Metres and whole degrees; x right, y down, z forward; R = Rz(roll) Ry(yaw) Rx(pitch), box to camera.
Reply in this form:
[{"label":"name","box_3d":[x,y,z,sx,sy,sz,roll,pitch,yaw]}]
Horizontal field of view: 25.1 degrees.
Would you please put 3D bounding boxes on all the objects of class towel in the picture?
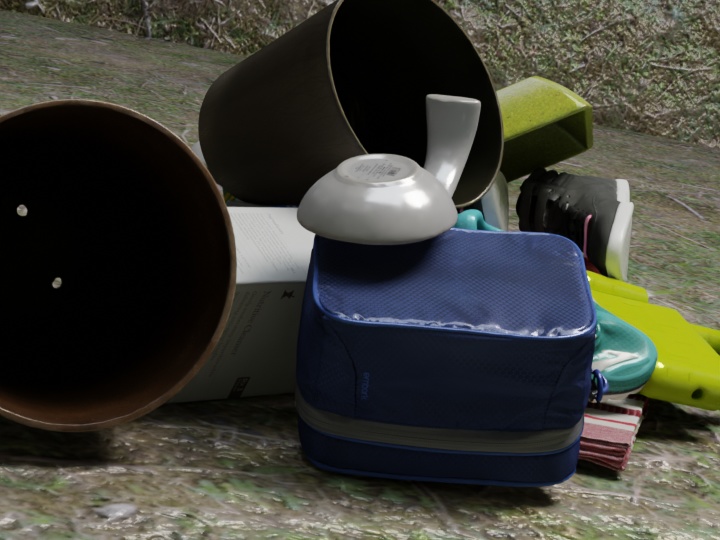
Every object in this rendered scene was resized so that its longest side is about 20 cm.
[{"label":"towel","box_3d":[0.131,0.097,1.163,0.144,0.023,0.200,11,11,13]}]

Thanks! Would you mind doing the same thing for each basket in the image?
[{"label":"basket","box_3d":[-0.021,-0.116,1.202,0.200,0.136,0.180,-6,-47,50]}]

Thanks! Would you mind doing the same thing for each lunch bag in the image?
[{"label":"lunch bag","box_3d":[0.059,0.058,1.015,0.199,0.133,0.136,5,30,-1]}]

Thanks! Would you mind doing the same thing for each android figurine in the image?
[{"label":"android figurine","box_3d":[0.208,0.053,1.234,0.199,0.041,0.182,15,20,-18]}]

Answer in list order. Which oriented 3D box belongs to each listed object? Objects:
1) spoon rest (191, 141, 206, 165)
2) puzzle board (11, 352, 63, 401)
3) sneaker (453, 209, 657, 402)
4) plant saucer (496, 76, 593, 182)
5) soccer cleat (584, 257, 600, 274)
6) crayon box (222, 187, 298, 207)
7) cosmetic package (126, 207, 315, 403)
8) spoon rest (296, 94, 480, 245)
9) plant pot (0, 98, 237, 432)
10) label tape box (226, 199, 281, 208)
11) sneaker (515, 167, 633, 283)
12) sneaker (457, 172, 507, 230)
[{"label":"spoon rest","box_3d":[-0.135,-0.127,1.875,0.099,0.061,0.200,4,0,-27]},{"label":"puzzle board","box_3d":[-0.253,0.055,1.066,0.199,0.017,0.151,12,14,11]},{"label":"sneaker","box_3d":[0.125,0.025,1.100,0.200,0.080,0.078,29,49,-19]},{"label":"plant saucer","box_3d":[0.097,-0.105,1.378,0.199,0.048,0.200,-22,-8,6]},{"label":"soccer cleat","box_3d":[0.168,0.020,1.403,0.067,0.077,0.200,17,14,31]},{"label":"crayon box","box_3d":[-0.051,-0.048,1.406,0.125,0.200,0.052,12,53,12]},{"label":"cosmetic package","box_3d":[-0.055,0.021,1.106,0.199,0.113,0.081,-2,43,-38]},{"label":"spoon rest","box_3d":[0.030,-0.055,1.043,0.099,0.061,0.200,9,27,21]},{"label":"plant pot","box_3d":[-0.194,-0.005,1.001,0.186,0.188,0.200,5,0,-22]},{"label":"label tape box","box_3d":[0.000,0.000,1.291,0.199,0.066,0.143,12,-5,16]},{"label":"sneaker","box_3d":[0.182,-0.038,1.387,0.099,0.071,0.200,6,18,4]},{"label":"sneaker","box_3d":[0.078,-0.025,1.390,0.099,0.071,0.200,2,-25,5]}]
